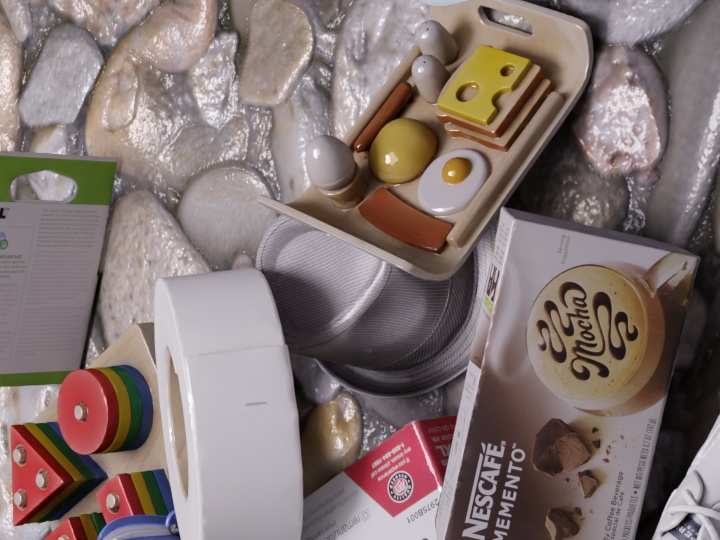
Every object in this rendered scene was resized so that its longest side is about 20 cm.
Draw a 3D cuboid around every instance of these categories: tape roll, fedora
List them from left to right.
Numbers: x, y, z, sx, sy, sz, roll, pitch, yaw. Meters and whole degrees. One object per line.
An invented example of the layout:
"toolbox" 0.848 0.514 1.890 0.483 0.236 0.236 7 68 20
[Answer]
"tape roll" -0.092 0.100 1.148 0.202 0.070 0.204 174 90 -78
"fedora" 0.000 0.000 1.148 0.199 0.090 0.179 -11 83 44

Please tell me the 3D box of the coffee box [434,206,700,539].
"coffee box" 0.118 0.074 0.997 0.112 0.080 0.202 12 96 -2

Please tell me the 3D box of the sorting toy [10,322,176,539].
"sorting toy" -0.215 0.178 1.377 0.200 0.069 0.200 -41 64 37

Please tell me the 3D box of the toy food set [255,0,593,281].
"toy food set" 0.040 -0.096 1.073 0.143 0.060 0.201 24 72 40

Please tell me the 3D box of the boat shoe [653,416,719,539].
"boat shoe" 0.199 0.153 0.963 0.072 0.068 0.201 38 117 36

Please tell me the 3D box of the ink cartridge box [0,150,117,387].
"ink cartridge box" -0.293 -0.009 1.396 0.075 0.147 0.202 25 107 42

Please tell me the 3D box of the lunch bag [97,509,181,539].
"lunch bag" -0.139 0.272 1.238 0.132 0.135 0.202 -113 30 -72

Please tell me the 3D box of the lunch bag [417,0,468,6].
"lunch bag" 0.094 -0.226 0.977 0.169 0.199 0.128 -7 86 43

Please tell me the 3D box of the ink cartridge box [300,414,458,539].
"ink cartridge box" 0.055 0.216 1.106 0.146 0.082 0.201 -39 64 36
